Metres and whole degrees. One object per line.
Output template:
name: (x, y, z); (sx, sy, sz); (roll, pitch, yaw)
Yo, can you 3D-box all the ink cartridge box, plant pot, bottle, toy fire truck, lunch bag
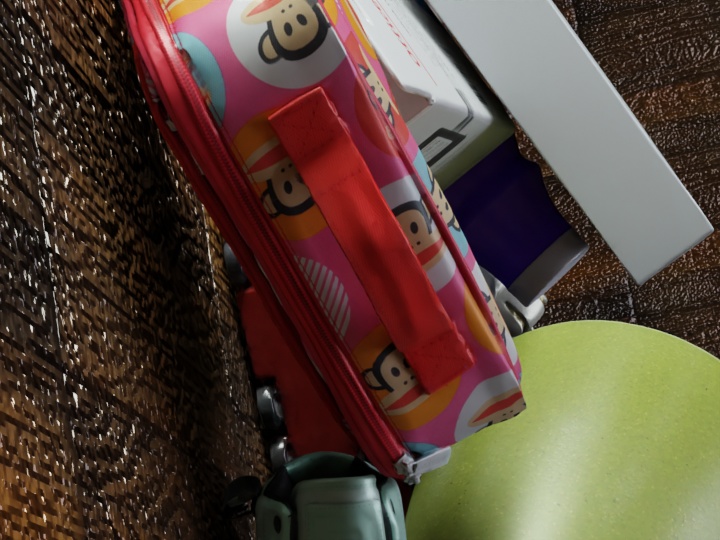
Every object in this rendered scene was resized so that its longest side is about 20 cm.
ink cartridge box: (-0.008, -0.097, 0.883); (0.116, 0.067, 0.200); (55, 14, 11)
plant pot: (0.085, 0.148, 0.848); (0.200, 0.186, 0.188); (-46, 128, -56)
bottle: (0.036, -0.069, 1.025); (0.200, 0.083, 0.065); (46, -16, 6)
toy fire truck: (-0.016, 0.048, 0.906); (0.141, 0.048, 0.201); (-76, 154, -78)
lunch bag: (-0.010, -0.028, 0.690); (0.201, 0.082, 0.176); (61, 0, -28)

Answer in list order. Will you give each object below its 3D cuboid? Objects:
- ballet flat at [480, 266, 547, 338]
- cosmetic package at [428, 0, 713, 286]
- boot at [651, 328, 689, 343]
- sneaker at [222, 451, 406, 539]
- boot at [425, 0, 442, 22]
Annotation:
ballet flat: (0.082, 0.037, 1.098); (0.076, 0.064, 0.201); (-45, 129, -32)
cosmetic package: (0.089, -0.099, 0.975); (0.200, 0.052, 0.151); (52, 9, -12)
boot: (0.106, 0.128, 1.058); (0.073, 0.198, 0.163); (35, -52, 37)
sneaker: (-0.008, 0.138, 0.667); (0.201, 0.073, 0.119); (-112, -165, -67)
boot: (0.003, -0.108, 1.118); (0.201, 0.070, 0.147); (-71, 159, -47)
